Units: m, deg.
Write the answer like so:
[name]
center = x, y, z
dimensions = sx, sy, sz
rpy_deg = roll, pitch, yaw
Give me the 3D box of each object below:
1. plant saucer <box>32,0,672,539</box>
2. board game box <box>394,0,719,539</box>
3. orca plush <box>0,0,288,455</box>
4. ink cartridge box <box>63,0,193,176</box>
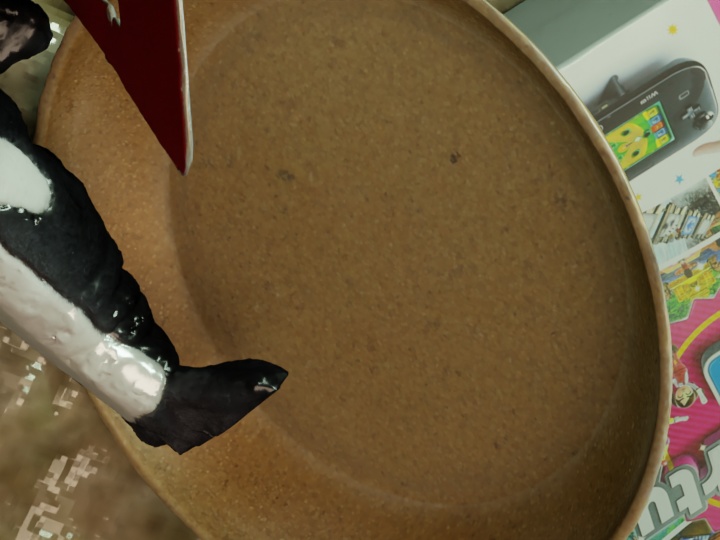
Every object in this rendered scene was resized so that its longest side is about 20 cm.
[plant saucer]
center = 0.000, 0.000, 0.651
dimensions = 0.035, 0.200, 0.201
rpy_deg = -34, 122, -49
[board game box]
center = 0.111, 0.004, 0.723
dimensions = 0.147, 0.064, 0.200
rpy_deg = -32, 114, -2
[orca plush]
center = -0.094, -0.037, 0.634
dimensions = 0.200, 0.105, 0.071
rpy_deg = 39, 76, -12
[ink cartridge box]
center = -0.099, -0.123, 0.545
dimensions = 0.084, 0.200, 0.176
rpy_deg = -9, 109, -12
